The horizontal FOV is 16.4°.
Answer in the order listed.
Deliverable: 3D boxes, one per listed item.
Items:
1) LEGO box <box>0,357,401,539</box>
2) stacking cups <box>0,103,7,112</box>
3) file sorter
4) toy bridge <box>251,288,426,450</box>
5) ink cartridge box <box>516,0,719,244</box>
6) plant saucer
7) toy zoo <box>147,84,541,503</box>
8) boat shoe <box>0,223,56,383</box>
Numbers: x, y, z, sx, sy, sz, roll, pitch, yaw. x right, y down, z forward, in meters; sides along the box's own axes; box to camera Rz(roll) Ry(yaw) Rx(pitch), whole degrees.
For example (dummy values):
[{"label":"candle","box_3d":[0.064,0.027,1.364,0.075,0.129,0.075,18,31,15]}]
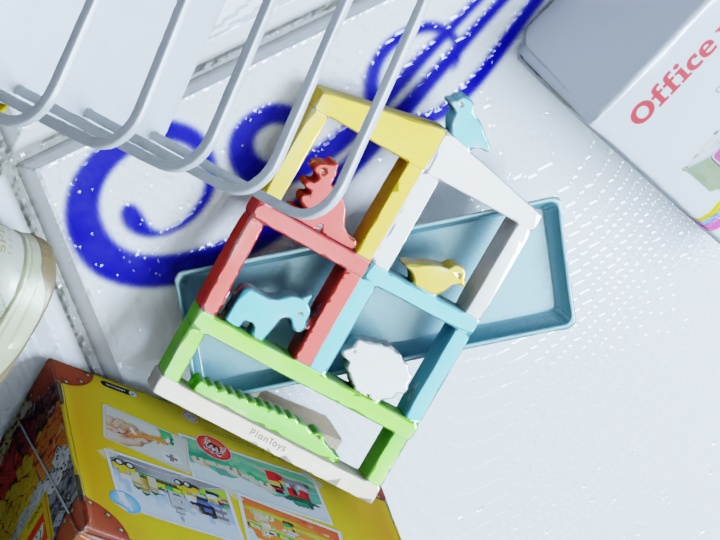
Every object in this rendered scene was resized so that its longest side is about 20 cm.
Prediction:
[{"label":"LEGO box","box_3d":[-0.074,0.141,1.217,0.199,0.149,0.077,23,113,-24]},{"label":"stacking cups","box_3d":[-0.168,-0.160,1.043,0.060,0.061,0.201,-6,123,-25]},{"label":"file sorter","box_3d":[-0.086,-0.114,1.026,0.200,0.124,0.139,17,100,-54]},{"label":"toy bridge","box_3d":[-0.042,0.078,1.298,0.067,0.027,0.200,24,108,-36]},{"label":"ink cartridge box","box_3d":[0.198,-0.096,1.271,0.145,0.085,0.200,-47,130,8]},{"label":"plant saucer","box_3d":[0.008,0.013,1.256,0.199,0.019,0.070,-12,107,-10]},{"label":"toy zoo","box_3d":[0.000,0.000,1.230,0.131,0.020,0.201,28,97,-18]},{"label":"boat shoe","box_3d":[-0.216,0.063,1.165,0.065,0.072,0.201,24,102,-36]}]
